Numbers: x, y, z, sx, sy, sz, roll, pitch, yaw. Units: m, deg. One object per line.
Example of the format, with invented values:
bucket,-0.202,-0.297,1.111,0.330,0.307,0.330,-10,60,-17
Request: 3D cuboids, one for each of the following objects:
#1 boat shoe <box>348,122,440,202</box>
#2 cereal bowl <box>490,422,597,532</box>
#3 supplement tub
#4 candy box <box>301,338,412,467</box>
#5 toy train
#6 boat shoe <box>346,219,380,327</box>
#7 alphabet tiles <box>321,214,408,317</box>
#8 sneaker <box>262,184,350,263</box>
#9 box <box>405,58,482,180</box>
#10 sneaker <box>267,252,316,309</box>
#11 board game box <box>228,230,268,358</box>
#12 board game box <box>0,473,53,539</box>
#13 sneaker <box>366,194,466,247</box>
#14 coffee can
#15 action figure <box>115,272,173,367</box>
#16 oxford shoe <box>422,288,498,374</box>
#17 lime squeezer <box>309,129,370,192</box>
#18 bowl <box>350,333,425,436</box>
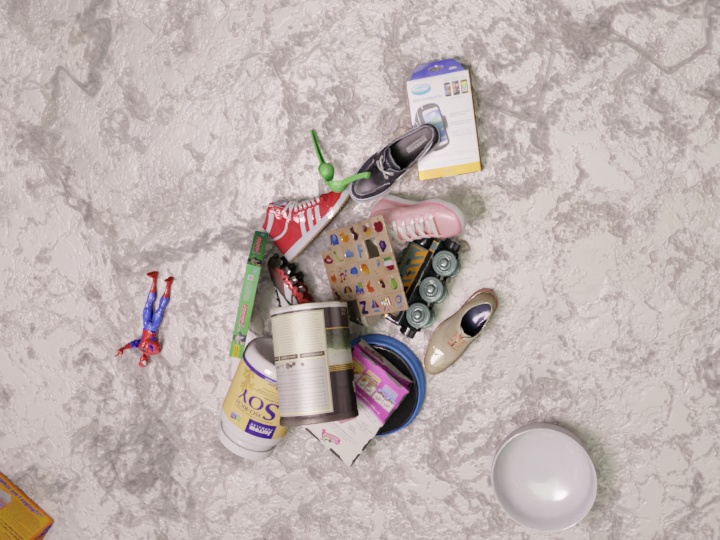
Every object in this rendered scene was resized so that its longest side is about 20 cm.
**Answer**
boat shoe,0.056,-0.191,1.313,0.198,0.068,0.073,-33,89,15
cereal bowl,0.343,0.380,1.388,0.194,0.083,0.206,2,100,12
supplement tub,-0.192,0.252,1.455,0.143,0.145,0.204,26,105,7
candy box,-0.010,0.254,1.416,0.136,0.061,0.202,39,106,5
toy train,0.107,0.021,1.370,0.112,0.085,0.203,28,95,15
boat shoe,0.001,0.004,1.406,0.059,0.071,0.206,7,104,40
alphabet tiles,0.000,0.000,1.347,0.198,0.007,0.171,-13,94,51
sneaker,-0.106,-0.121,1.405,0.113,0.071,0.200,45,109,-2
box,0.151,-0.273,1.335,0.116,0.041,0.206,-6,97,14
sneaker,-0.134,0.067,1.446,0.097,0.071,0.203,-33,93,14
board game box,-0.213,0.045,1.405,0.028,0.136,0.204,12,118,-7
board game box,-0.861,0.613,1.648,0.199,0.200,0.201,39,107,3
sneaker,0.088,-0.074,1.313,0.197,0.105,0.076,13,139,40
coffee can,-0.084,0.166,1.322,0.142,0.146,0.206,-8,83,14
action figure,-0.444,0.113,1.516,0.064,0.099,0.205,17,106,10
oxford shoe,0.180,0.119,1.381,0.070,0.074,0.202,36,106,4
lime squeezer,-0.052,-0.188,1.352,0.200,0.037,0.072,44,140,43
bowl,0.030,0.230,1.455,0.195,0.039,0.206,3,101,13
